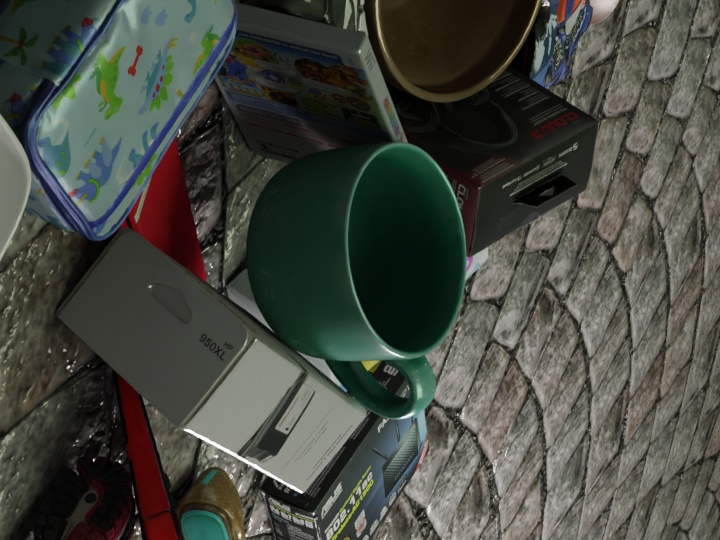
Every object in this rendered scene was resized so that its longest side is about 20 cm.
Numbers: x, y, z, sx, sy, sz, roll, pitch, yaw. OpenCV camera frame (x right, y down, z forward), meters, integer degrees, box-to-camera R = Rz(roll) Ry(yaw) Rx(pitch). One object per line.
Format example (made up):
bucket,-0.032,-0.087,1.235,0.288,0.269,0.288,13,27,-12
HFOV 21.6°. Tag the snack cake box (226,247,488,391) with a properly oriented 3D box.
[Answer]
snack cake box,0.000,0.000,1.554,0.200,0.115,0.067,-42,147,-27

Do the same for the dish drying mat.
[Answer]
dish drying mat,-0.146,-0.026,1.374,0.077,0.018,0.200,-54,153,-32

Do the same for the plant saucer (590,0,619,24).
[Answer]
plant saucer,0.170,-0.312,1.660,0.034,0.200,0.201,-15,131,-21

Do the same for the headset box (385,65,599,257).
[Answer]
headset box,0.086,-0.105,1.550,0.149,0.200,0.077,-29,140,-35

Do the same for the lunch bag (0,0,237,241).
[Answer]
lunch bag,-0.159,-0.130,1.184,0.200,0.082,0.161,-59,158,-21

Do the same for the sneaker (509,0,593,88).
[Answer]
sneaker,0.163,-0.239,1.594,0.078,0.075,0.201,-13,133,-44

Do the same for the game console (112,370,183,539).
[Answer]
game console,-0.146,0.192,1.403,0.200,0.031,0.177,86,-10,-48

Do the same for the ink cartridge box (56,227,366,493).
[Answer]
ink cartridge box,-0.104,0.067,1.352,0.084,0.144,0.200,-52,150,-1

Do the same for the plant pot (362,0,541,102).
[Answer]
plant pot,0.052,-0.242,1.507,0.200,0.093,0.202,-21,121,-40

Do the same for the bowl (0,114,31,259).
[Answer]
bowl,-0.278,-0.023,1.014,0.200,0.074,0.200,-63,155,-15

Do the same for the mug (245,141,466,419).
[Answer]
mug,-0.013,0.004,1.355,0.152,0.114,0.186,26,67,-50

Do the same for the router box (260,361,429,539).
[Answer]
router box,-0.010,0.189,1.802,0.200,0.062,0.150,-54,152,-31

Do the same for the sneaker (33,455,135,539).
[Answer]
sneaker,-0.218,0.232,1.355,0.200,0.080,0.075,-55,155,-31

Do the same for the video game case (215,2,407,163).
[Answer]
video game case,-0.039,-0.124,1.368,0.018,0.143,0.200,-65,157,-20

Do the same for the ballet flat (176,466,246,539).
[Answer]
ballet flat,-0.121,0.245,1.622,0.072,0.068,0.201,-73,163,-47

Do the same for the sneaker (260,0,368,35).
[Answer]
sneaker,-0.033,-0.220,1.380,0.090,0.066,0.201,-30,127,-57
